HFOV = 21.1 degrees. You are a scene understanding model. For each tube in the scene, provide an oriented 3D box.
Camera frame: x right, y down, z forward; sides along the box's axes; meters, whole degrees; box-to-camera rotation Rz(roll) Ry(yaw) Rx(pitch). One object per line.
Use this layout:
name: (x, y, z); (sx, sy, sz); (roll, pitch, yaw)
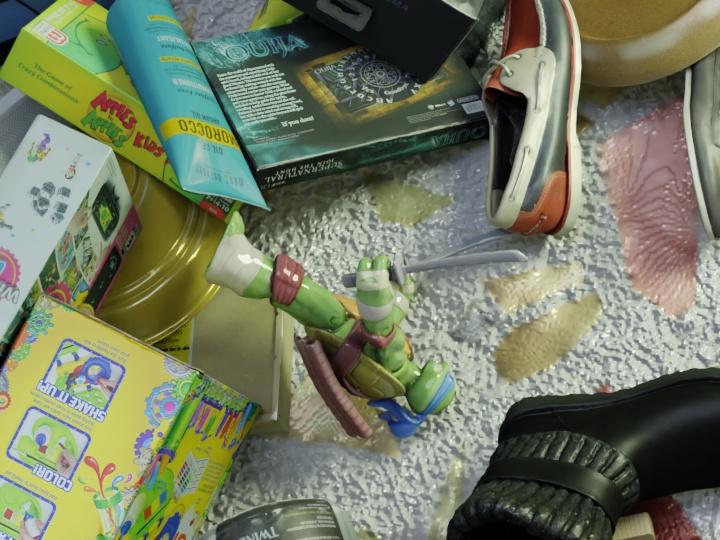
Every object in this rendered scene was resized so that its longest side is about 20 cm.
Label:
tube: (-0.128, -0.118, 1.370); (0.050, 0.077, 0.200); (-53, 47, 31)

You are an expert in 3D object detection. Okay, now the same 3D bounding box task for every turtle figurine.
turtle figurine: (0.000, 0.000, 1.350); (0.193, 0.200, 0.144); (25, 30, -2)

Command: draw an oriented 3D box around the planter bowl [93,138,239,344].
planter bowl: (-0.196, -0.038, 1.450); (0.200, 0.084, 0.201); (-9, 50, 11)

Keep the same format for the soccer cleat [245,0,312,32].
soccer cleat: (-0.046, -0.212, 1.531); (0.200, 0.065, 0.084); (-52, 34, -6)

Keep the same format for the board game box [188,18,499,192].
board game box: (-0.014, -0.134, 1.438); (0.199, 0.028, 0.135); (-14, 55, -23)

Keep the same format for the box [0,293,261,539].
box: (-0.177, 0.140, 1.292); (0.122, 0.200, 0.193); (25, 84, 12)

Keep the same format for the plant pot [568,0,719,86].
plant pot: (0.214, -0.225, 1.425); (0.200, 0.027, 0.201); (-21, 48, 26)

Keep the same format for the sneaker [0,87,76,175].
sneaker: (-0.256, -0.138, 1.544); (0.115, 0.074, 0.200); (-5, 30, 49)

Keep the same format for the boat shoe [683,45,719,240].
boat shoe: (0.262, -0.117, 1.377); (0.057, 0.067, 0.201); (-9, 60, 18)

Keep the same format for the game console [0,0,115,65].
game console: (-0.252, -0.210, 1.510); (0.176, 0.200, 0.031); (-23, 80, 8)

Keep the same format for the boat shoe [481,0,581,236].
boat shoe: (0.119, -0.122, 1.406); (0.062, 0.071, 0.201); (6, 73, -23)

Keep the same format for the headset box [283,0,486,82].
headset box: (0.021, -0.262, 1.435); (0.174, 0.093, 0.200); (28, 56, -10)

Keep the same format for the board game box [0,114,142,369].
board game box: (-0.226, 0.018, 1.294); (0.064, 0.148, 0.200); (24, 73, 12)

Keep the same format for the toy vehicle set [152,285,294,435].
toy vehicle set: (-0.148, 0.064, 1.443); (0.199, 0.027, 0.125); (-4, 65, 16)

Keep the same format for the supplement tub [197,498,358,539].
supplement tub: (-0.035, 0.261, 1.262); (0.122, 0.123, 0.200); (-24, 61, 6)

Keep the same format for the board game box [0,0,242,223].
board game box: (-0.158, -0.124, 1.443); (0.200, 0.102, 0.048); (32, 118, -2)

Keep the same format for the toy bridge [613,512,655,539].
toy bridge: (0.173, 0.253, 1.253); (0.067, 0.027, 0.201); (-14, 61, 11)

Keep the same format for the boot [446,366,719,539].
boot: (0.169, 0.138, 1.236); (0.210, 0.080, 0.158); (-11, 19, 21)
